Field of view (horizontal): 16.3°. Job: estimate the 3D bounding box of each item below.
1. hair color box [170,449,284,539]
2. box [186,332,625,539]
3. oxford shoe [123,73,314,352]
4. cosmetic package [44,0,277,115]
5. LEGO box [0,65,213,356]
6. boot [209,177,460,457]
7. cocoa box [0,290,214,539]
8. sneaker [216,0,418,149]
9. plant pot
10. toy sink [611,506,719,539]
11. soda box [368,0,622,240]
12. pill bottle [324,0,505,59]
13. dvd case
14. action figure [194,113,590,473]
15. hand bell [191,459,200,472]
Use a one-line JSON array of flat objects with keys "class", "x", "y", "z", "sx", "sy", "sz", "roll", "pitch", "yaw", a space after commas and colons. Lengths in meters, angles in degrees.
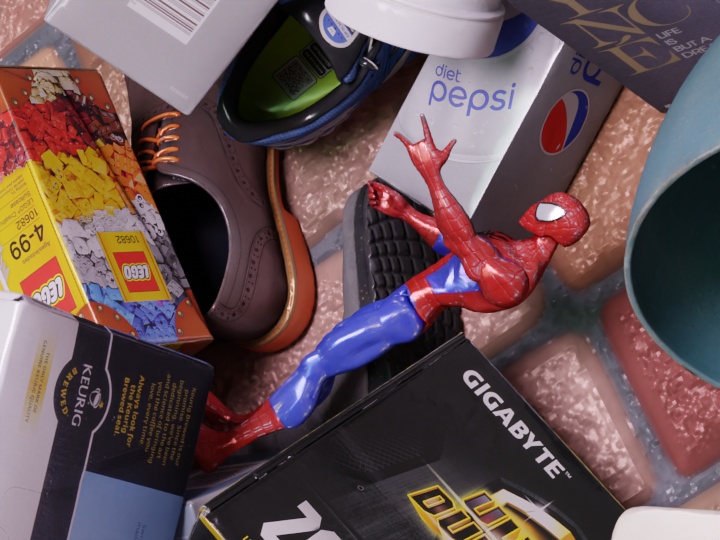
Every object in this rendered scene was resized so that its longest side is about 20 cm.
[{"class": "hair color box", "x": -0.045, "y": 0.189, "z": 1.118, "sx": 0.061, "sy": 0.099, "sz": 0.200, "roll": -10, "pitch": 95, "yaw": 36}, {"class": "box", "x": 0.048, "y": 0.143, "z": 1.047, "sx": 0.200, "sy": 0.160, "sz": 0.049, "roll": 48, "pitch": 148, "yaw": 16}, {"class": "oxford shoe", "x": -0.082, "y": -0.058, "z": 1.233, "sx": 0.071, "sy": 0.073, "sz": 0.200, "roll": -33, "pitch": 66, "yaw": 24}, {"class": "cosmetic package", "x": -0.080, "y": -0.165, "z": 1.178, "sx": 0.107, "sy": 0.090, "sz": 0.200, "roll": -52, "pitch": 18, "yaw": 17}, {"class": "LEGO box", "x": -0.185, "y": 0.016, "z": 1.203, "sx": 0.200, "sy": 0.077, "sz": 0.149, "roll": -35, "pitch": 71, "yaw": 33}, {"class": "boot", "x": -0.021, "y": 0.062, "z": 1.181, "sx": 0.132, "sy": 0.070, "sz": 0.200, "roll": -15, "pitch": 70, "yaw": 35}, {"class": "cocoa box", "x": -0.167, "y": 0.113, "z": 1.036, "sx": 0.133, "sy": 0.131, "sz": 0.200, "roll": 8, "pitch": 81, "yaw": 36}, {"class": "sneaker", "x": 0.009, "y": -0.123, "z": 1.162, "sx": 0.079, "sy": 0.089, "sz": 0.200, "roll": 45, "pitch": 107, "yaw": -2}, {"class": "plant pot", "x": 0.209, "y": -0.049, "z": 0.993, "sx": 0.200, "sy": 0.200, "sz": 0.135, "roll": -16, "pitch": 47, "yaw": 30}, {"class": "toy sink", "x": 0.207, "y": 0.165, "z": 0.986, "sx": 0.200, "sy": 0.112, "sz": 0.131, "roll": 0, "pitch": 82, "yaw": 26}, {"class": "soda box", "x": 0.087, "y": -0.113, "z": 1.138, "sx": 0.063, "sy": 0.068, "sz": 0.200, "roll": 34, "pitch": 101, "yaw": 32}, {"class": "pill bottle", "x": 0.048, "y": -0.196, "z": 1.055, "sx": 0.112, "sy": 0.112, "sz": 0.200, "roll": 29, "pitch": 114, "yaw": 33}, {"class": "dvd case", "x": 0.142, "y": -0.123, "z": 1.024, "sx": 0.149, "sy": 0.200, "sz": 0.016, "roll": -18, "pitch": 64, "yaw": 29}, {"class": "action figure", "x": 0.000, "y": 0.000, "z": 1.089, "sx": 0.200, "sy": 0.065, "sz": 0.099, "roll": -27, "pitch": 95, "yaw": 14}, {"class": "hand bell", "x": -0.109, "y": 0.157, "z": 1.195, "sx": 0.104, "sy": 0.104, "sz": 0.200, "roll": 14, "pitch": 91, "yaw": 34}]
